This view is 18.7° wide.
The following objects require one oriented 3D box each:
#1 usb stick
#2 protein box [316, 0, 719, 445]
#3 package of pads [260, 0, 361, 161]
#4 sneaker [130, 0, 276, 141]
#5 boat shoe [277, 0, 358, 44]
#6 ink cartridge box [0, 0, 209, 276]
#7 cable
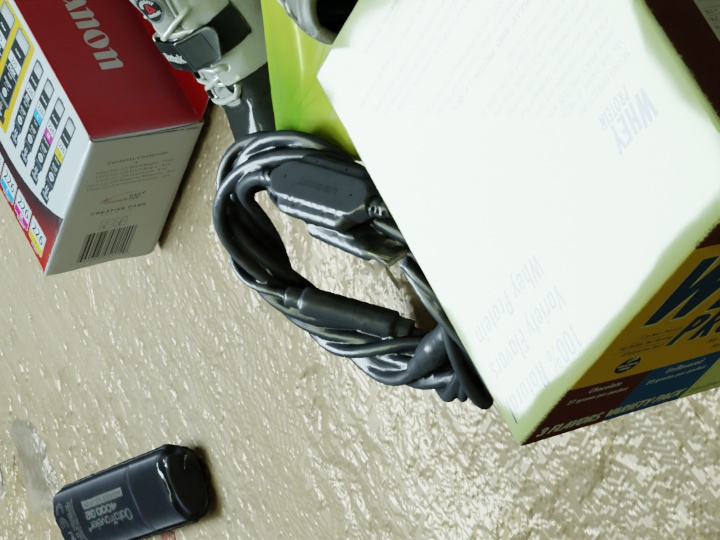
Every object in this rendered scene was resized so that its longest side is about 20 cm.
[{"bbox_3d":[-0.160,0.160,1.505,0.200,0.033,0.055,-25,87,57],"label":"usb stick"},{"bbox_3d":[0.112,-0.072,0.909,0.200,0.135,0.199,62,144,22],"label":"protein box"},{"bbox_3d":[0.010,-0.153,1.098,0.154,0.068,0.200,10,110,56],"label":"package of pads"},{"bbox_3d":[-0.091,-0.141,1.239,0.074,0.088,0.200,-12,93,56],"label":"sneaker"},{"bbox_3d":[0.037,-0.185,0.975,0.202,0.072,0.060,-49,30,12],"label":"boat shoe"},{"bbox_3d":[-0.186,-0.132,1.387,0.200,0.084,0.176,58,143,27],"label":"ink cartridge box"},{"bbox_3d":[0.000,0.000,1.137,0.200,0.051,0.163,15,147,48],"label":"cable"}]
